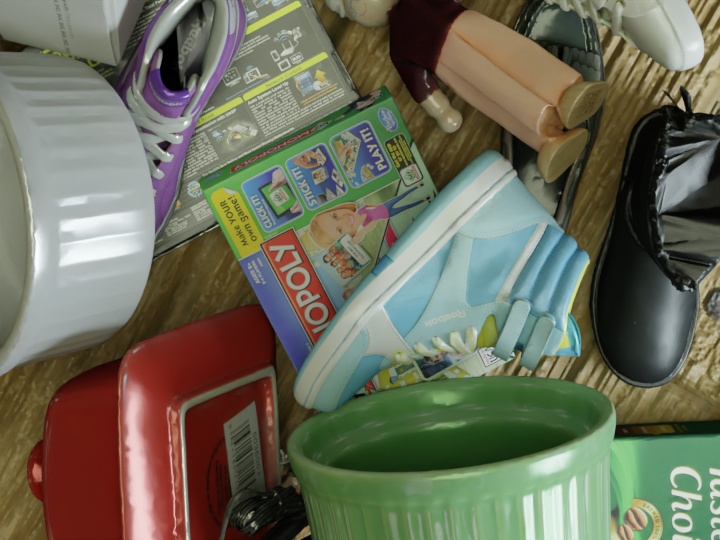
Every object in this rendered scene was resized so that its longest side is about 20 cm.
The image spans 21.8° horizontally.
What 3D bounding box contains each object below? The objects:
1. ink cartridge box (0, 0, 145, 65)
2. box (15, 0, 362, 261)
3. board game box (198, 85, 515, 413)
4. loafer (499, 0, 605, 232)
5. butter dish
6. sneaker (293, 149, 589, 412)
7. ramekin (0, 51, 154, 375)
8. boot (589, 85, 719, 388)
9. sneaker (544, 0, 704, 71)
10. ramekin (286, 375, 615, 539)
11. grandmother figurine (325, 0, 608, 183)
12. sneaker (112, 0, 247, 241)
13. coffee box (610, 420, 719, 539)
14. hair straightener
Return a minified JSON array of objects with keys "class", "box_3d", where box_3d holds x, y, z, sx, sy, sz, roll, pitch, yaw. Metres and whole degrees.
[{"class":"ink cartridge box","box_3d":[-0.218,-0.221,1.126,0.200,0.084,0.146,15,61,7]},{"class":"box","box_3d":[-0.109,-0.110,1.208,0.200,0.044,0.160,-28,96,1]},{"class":"board game box","box_3d":[0.000,0.000,1.205,0.134,0.029,0.200,-27,111,0]},{"class":"loafer","box_3d":[0.121,-0.082,1.207,0.072,0.063,0.201,8,96,-3]},{"class":"butter dish","box_3d":[-0.143,0.129,1.181,0.147,0.199,0.201,1,98,25]},{"class":"sneaker","box_3d":[0.060,0.039,1.152,0.131,0.080,0.200,42,99,3]},{"class":"ramekin","box_3d":[-0.209,-0.037,1.115,0.098,0.200,0.201,-9,98,-41]},{"class":"boot","box_3d":[0.194,-0.014,1.166,0.073,0.162,0.199,7,96,-1]},{"class":"sneaker","box_3d":[0.127,-0.184,1.170,0.085,0.073,0.200,-38,70,-9]},{"class":"ramekin","box_3d":[0.059,0.138,1.133,0.199,0.200,0.098,-8,101,-1]},{"class":"grandmother figurine","box_3d":[0.058,-0.144,1.168,0.200,0.061,0.121,34,117,23]},{"class":"sneaker","box_3d":[-0.132,-0.087,1.131,0.073,0.114,0.201,22,96,-5]},{"class":"coffee box","box_3d":[0.193,0.164,1.245,0.199,0.044,0.123,-1,96,-1]},{"class":"hair straightener","box_3d":[-0.052,0.152,1.170,0.041,0.200,0.077,-9,95,32]}]
